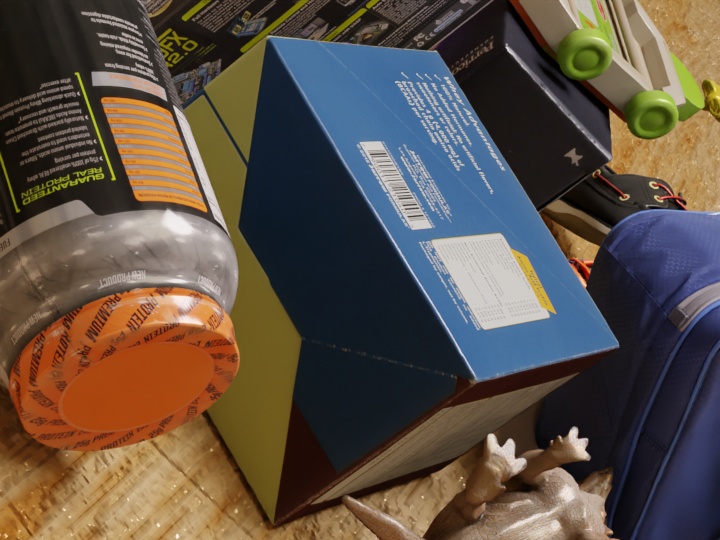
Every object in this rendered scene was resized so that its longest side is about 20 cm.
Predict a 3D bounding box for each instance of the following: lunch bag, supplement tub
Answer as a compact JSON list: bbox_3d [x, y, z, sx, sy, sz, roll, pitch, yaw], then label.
[{"bbox_3d":[0.196,0.080,1.294,0.135,0.201,0.132,-2,33,-28],"label":"lunch bag"},{"bbox_3d":[-0.127,-0.030,0.997,0.122,0.122,0.201,23,38,-50],"label":"supplement tub"}]

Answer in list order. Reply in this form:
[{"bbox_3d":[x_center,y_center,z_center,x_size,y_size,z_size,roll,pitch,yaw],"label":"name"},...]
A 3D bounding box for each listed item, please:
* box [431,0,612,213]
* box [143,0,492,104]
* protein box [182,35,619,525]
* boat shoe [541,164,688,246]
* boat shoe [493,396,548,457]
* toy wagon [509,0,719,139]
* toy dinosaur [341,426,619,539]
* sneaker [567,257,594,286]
[{"bbox_3d":[0.072,-0.112,1.461,0.104,0.148,0.200,44,24,-21],"label":"box"},{"bbox_3d":[-0.035,-0.144,1.232,0.160,0.200,0.044,24,37,-49],"label":"box"},{"bbox_3d":[0.000,0.000,1.182,0.199,0.135,0.200,59,23,12],"label":"protein box"},{"bbox_3d":[0.192,-0.038,1.583,0.074,0.063,0.201,36,0,-33],"label":"boat shoe"},{"bbox_3d":[0.124,0.078,1.420,0.199,0.075,0.093,8,21,-47],"label":"boat shoe"},{"bbox_3d":[0.160,-0.146,1.441,0.200,0.040,0.156,37,29,-35],"label":"toy wagon"},{"bbox_3d":[0.072,0.145,1.182,0.199,0.136,0.086,-5,68,-29],"label":"toy dinosaur"},{"bbox_3d":[0.152,0.015,1.528,0.200,0.078,0.076,23,37,-51],"label":"sneaker"}]
